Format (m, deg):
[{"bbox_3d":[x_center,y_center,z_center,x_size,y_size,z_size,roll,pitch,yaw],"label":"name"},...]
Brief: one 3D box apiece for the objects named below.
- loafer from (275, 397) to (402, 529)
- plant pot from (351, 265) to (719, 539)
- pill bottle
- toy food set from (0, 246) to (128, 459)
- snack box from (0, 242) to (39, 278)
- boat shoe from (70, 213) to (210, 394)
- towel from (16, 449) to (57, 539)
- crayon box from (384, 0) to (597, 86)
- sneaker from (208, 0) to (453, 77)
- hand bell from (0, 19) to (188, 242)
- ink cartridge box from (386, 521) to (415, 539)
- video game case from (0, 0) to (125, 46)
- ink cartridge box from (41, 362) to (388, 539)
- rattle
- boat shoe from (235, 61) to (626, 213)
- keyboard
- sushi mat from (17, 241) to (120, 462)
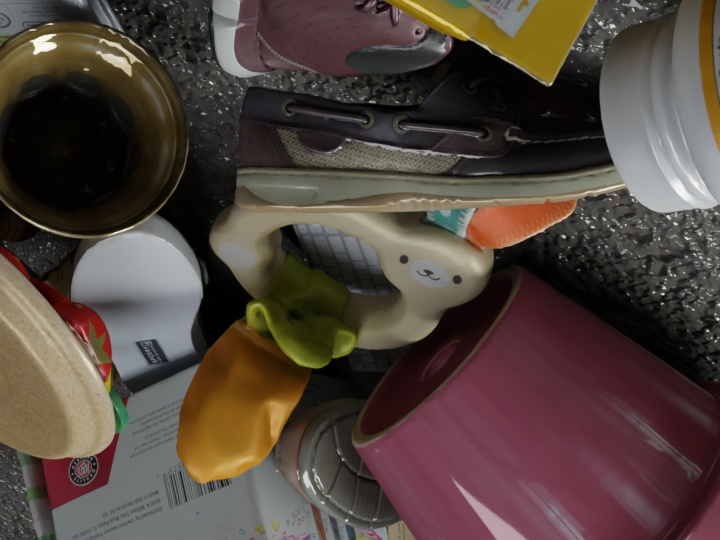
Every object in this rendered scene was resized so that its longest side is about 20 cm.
[{"bbox_3d":[0.006,0.108,1.009,0.062,0.073,0.199,9,179,35],"label":"loafer"},{"bbox_3d":[0.100,0.104,0.914,0.179,0.200,0.200,44,143,-10],"label":"plant pot"},{"bbox_3d":[0.193,-0.076,0.652,0.199,0.110,0.109,-10,137,39],"label":"pill bottle"},{"bbox_3d":[-0.200,0.020,0.898,0.199,0.049,0.198,34,151,12],"label":"toy food set"},{"bbox_3d":[-0.288,-0.015,1.038,0.199,0.037,0.116,2,145,45],"label":"snack box"},{"bbox_3d":[-0.116,0.007,0.978,0.071,0.068,0.200,-7,153,3],"label":"boat shoe"},{"bbox_3d":[-0.141,0.183,1.076,0.023,0.202,0.152,-22,167,24],"label":"towel"},{"bbox_3d":[0.007,-0.167,0.599,0.199,0.126,0.052,28,-175,-13],"label":"crayon box"},{"bbox_3d":[-0.006,-0.142,0.707,0.114,0.076,0.200,10,157,6],"label":"sneaker"},{"bbox_3d":[-0.166,-0.046,0.894,0.104,0.105,0.200,29,159,-15],"label":"hand bell"},{"bbox_3d":[-0.054,0.207,1.149,0.199,0.166,0.075,-8,175,36],"label":"ink cartridge box"},{"bbox_3d":[-0.208,-0.119,0.886,0.198,0.022,0.183,3,144,23],"label":"video game case"},{"bbox_3d":[-0.074,0.174,1.019,0.145,0.202,0.144,-24,159,26],"label":"ink cartridge box"},{"bbox_3d":[0.000,0.017,0.864,0.199,0.143,0.131,-6,120,38],"label":"rattle"},{"bbox_3d":[0.040,-0.061,0.787,0.198,0.065,0.072,-4,-174,7],"label":"boat shoe"},{"bbox_3d":[0.000,0.000,0.962,0.056,0.011,0.201,6,146,21],"label":"keyboard"},{"bbox_3d":[-0.173,0.041,1.044,0.012,0.096,0.200,41,152,16],"label":"sushi mat"}]
